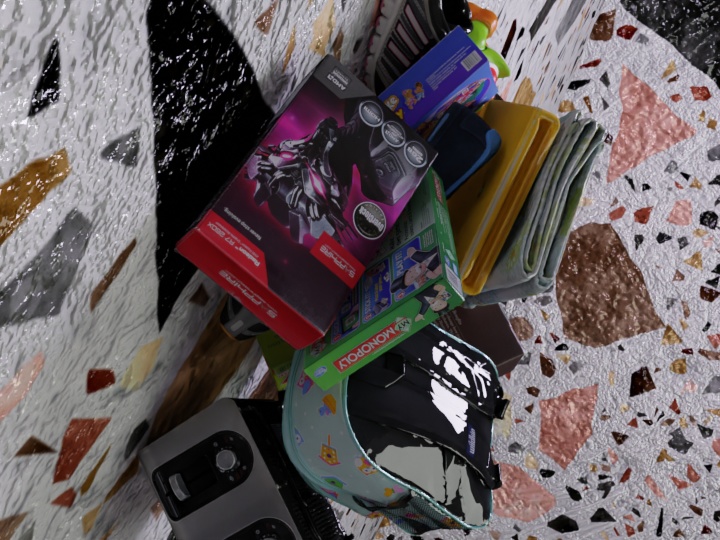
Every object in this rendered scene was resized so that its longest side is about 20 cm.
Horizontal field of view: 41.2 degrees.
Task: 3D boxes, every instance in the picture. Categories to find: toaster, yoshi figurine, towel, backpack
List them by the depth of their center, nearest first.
[{"bbox_3d":[0.020,0.126,0.848,0.200,0.152,0.177,40,50,-39],"label":"backpack"},{"bbox_3d":[-0.099,0.215,0.888,0.118,0.182,0.200,-29,169,5],"label":"toaster"},{"bbox_3d":[0.152,-0.054,0.921,0.172,0.048,0.200,-66,-169,-12],"label":"towel"},{"bbox_3d":[0.102,-0.233,1.156,0.111,0.112,0.201,-23,-144,40],"label":"yoshi figurine"}]

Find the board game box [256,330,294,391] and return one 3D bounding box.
[{"bbox_3d":[-0.012,0.057,1.043,0.199,0.048,0.102,-25,161,-9],"label":"board game box"}]

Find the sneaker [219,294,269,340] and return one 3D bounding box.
[{"bbox_3d":[-0.075,0.001,0.897,0.077,0.078,0.200,-38,-175,25],"label":"sneaker"}]

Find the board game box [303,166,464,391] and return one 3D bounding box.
[{"bbox_3d":[0.015,-0.003,0.793,0.134,0.029,0.201,-35,-154,19],"label":"board game box"}]

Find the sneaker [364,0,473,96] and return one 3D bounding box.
[{"bbox_3d":[0.063,-0.232,0.943,0.074,0.087,0.201,-50,161,-48],"label":"sneaker"}]

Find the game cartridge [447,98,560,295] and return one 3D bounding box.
[{"bbox_3d":[0.120,-0.080,0.942,0.200,0.032,0.177,-108,-138,-77],"label":"game cartridge"}]

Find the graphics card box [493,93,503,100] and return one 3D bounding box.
[{"bbox_3d":[0.110,-0.126,1.168,0.200,0.051,0.126,-41,-168,14],"label":"graphics card box"}]

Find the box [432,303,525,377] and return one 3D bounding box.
[{"bbox_3d":[0.061,0.094,1.013,0.199,0.101,0.075,-24,161,-9],"label":"box"}]

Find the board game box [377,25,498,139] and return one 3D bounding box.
[{"bbox_3d":[0.043,-0.142,0.951,0.200,0.045,0.134,-40,170,8],"label":"board game box"}]

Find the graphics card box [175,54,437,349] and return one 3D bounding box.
[{"bbox_3d":[-0.036,-0.057,0.750,0.201,0.125,0.051,-57,-166,-30],"label":"graphics card box"}]

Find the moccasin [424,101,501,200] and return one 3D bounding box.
[{"bbox_3d":[0.048,-0.082,0.918,0.200,0.068,0.080,-42,177,26],"label":"moccasin"}]
